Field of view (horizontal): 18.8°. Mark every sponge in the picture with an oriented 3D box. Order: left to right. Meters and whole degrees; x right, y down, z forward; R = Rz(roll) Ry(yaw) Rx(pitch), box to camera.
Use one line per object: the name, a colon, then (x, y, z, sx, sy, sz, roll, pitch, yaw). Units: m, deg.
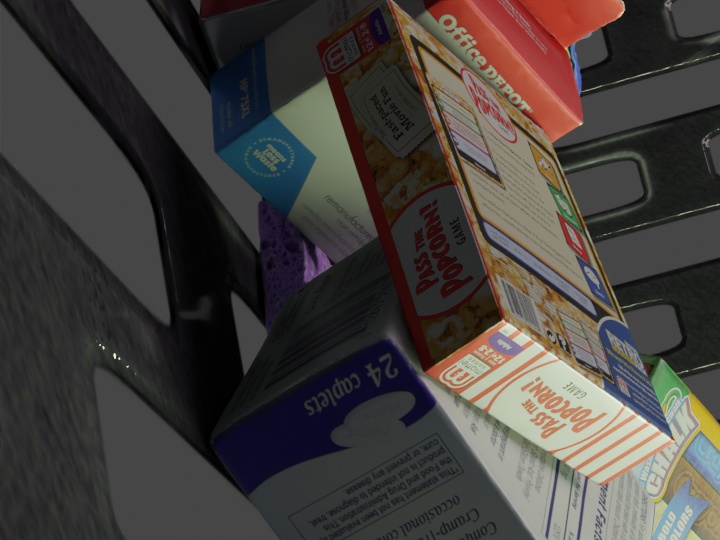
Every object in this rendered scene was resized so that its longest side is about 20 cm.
sponge: (-0.021, 0.064, 1.163, 0.112, 0.030, 0.201, 66, 13, -45)

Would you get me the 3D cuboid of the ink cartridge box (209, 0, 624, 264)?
ink cartridge box: (0.033, -0.100, 1.135, 0.116, 0.200, 0.067, 41, 27, -35)

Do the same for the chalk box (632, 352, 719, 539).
chalk box: (0.123, 0.118, 1.223, 0.200, 0.124, 0.124, 46, 65, -40)

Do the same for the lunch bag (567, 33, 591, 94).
lunch bag: (0.064, -0.146, 1.516, 0.151, 0.199, 0.094, 65, 13, -52)

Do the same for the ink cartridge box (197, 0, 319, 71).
ink cartridge box: (-0.042, -0.172, 1.252, 0.200, 0.083, 0.176, -95, 168, -52)

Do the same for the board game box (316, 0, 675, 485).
board game box: (0.062, -0.014, 1.016, 0.151, 0.046, 0.201, 35, 29, -45)

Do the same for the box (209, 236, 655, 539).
box: (0.042, 0.098, 1.026, 0.200, 0.105, 0.184, 54, 20, -11)
